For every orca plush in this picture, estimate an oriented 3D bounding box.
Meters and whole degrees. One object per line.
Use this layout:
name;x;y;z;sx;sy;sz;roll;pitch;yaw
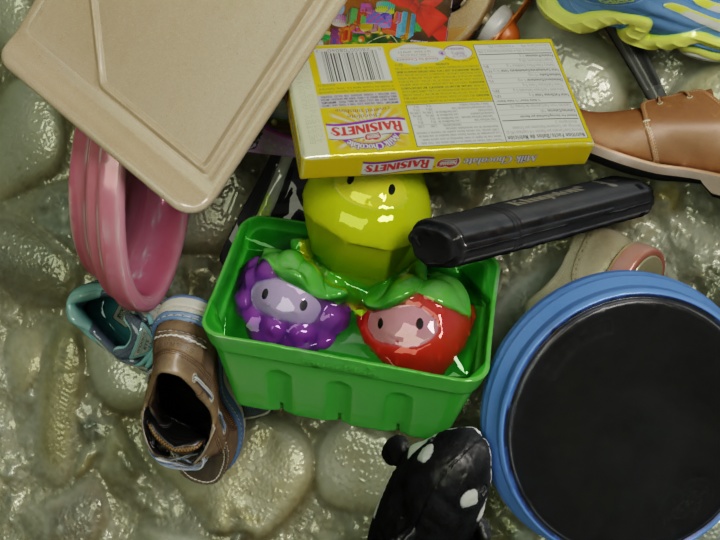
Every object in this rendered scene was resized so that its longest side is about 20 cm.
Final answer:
orca plush;0.020;0.181;0.803;0.200;0.071;0.106;-38;79;48

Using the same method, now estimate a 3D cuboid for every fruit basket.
fruit basket;0.000;0.000;0.796;0.212;0.157;0.218;6;130;7

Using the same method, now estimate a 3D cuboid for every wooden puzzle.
wooden puzzle;-0.119;-0.169;0.750;0.184;0.037;0.201;38;98;9

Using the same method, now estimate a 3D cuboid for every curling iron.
curling iron;0.169;-0.205;0.842;0.049;0.026;0.202;-29;78;-6

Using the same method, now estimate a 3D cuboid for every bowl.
bowl;0.181;0.103;0.770;0.197;0.039;0.204;-1;100;-6

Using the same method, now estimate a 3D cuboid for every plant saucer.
plant saucer;-0.174;-0.072;0.865;0.050;0.201;0.204;5;89;5

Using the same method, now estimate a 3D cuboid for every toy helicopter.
toy helicopter;0.061;-0.170;0.868;0.130;0.079;0.203;13;102;11

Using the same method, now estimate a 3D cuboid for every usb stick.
usb stick;0.121;-0.035;0.770;0.055;0.198;0.033;4;105;54

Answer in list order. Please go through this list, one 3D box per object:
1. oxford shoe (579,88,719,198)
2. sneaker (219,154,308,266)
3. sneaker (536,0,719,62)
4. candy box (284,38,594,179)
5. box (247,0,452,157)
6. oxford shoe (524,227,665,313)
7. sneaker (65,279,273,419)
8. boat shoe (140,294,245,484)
oxford shoe;0.214;-0.098;0.799;0.197;0.071;0.072;14;97;9
sneaker;-0.038;-0.068;0.902;0.082;0.072;0.202;28;98;-6
sneaker;0.219;-0.194;0.768;0.196;0.105;0.077;2;81;5
candy box;0.049;-0.111;0.759;0.197;0.027;0.103;-4;56;-12
box;-0.039;-0.152;0.815;0.196;0.039;0.139;5;114;-5
oxford shoe;0.146;0.062;0.827;0.074;0.070;0.202;33;96;40
sneaker;-0.155;0.066;0.913;0.198;0.086;0.079;23;94;19
boat shoe;-0.134;0.110;0.856;0.071;0.202;0.073;8;47;10
